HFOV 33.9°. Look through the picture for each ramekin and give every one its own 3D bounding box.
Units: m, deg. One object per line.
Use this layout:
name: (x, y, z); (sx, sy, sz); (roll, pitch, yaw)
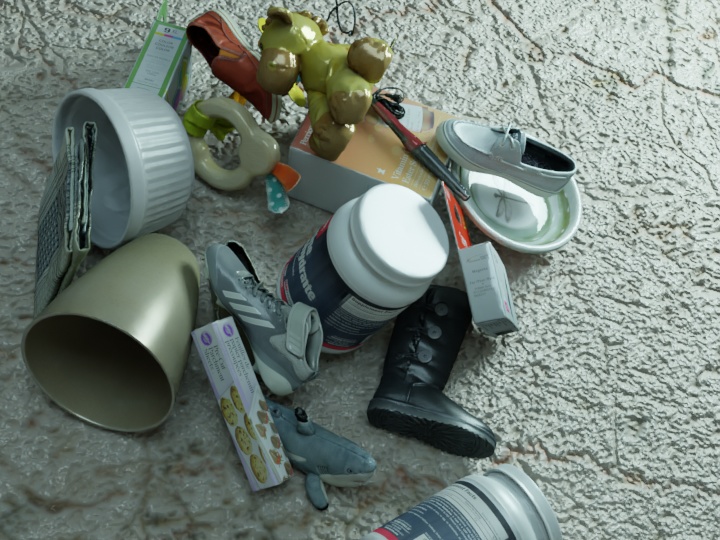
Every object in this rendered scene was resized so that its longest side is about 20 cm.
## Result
ramekin: (-0.296, -0.135, 1.490); (0.105, 0.201, 0.201); (-17, 60, -38)

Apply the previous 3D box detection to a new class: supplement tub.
supplement tub: (0.000, 0.000, 1.416); (0.140, 0.200, 0.141); (18, 53, -26)
supplement tub: (0.107, 0.313, 1.294); (0.199, 0.141, 0.141); (-25, 65, -22)

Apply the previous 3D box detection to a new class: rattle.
rattle: (-0.133, -0.163, 1.590); (0.199, 0.131, 0.143); (21, 13, 22)

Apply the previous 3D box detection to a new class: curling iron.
curling iron: (0.079, -0.167, 1.535); (0.049, 0.026, 0.200); (-29, 67, -21)

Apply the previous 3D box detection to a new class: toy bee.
toy bee: (-0.104, -0.300, 1.606); (0.108, 0.201, 0.131); (-16, 56, -35)

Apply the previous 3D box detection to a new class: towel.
towel: (-0.364, -0.058, 1.429); (0.034, 0.200, 0.194); (12, 54, -25)

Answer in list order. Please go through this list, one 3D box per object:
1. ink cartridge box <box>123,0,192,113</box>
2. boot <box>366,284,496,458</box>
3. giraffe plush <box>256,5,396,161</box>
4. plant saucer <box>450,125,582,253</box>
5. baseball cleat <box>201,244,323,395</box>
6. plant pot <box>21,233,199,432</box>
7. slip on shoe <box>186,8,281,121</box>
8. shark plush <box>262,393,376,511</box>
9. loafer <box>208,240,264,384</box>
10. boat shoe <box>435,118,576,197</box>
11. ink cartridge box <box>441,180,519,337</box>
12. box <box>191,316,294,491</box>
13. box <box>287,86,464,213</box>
ink cartridge box: (-0.272, -0.271, 1.630); (0.059, 0.104, 0.201); (14, 57, 0)
boot: (0.110, 0.118, 1.469); (0.164, 0.066, 0.201); (19, 53, 2)
giraffe plush: (-0.058, -0.258, 1.474); (0.161, 0.173, 0.201); (27, 50, -7)
plant saucer: (0.206, -0.102, 1.611); (0.199, 0.050, 0.201); (11, 57, -18)
baseball cleat: (-0.107, 0.043, 1.390); (0.201, 0.106, 0.070); (61, 26, 5)
plant pot: (-0.269, 0.054, 1.398); (0.186, 0.188, 0.200); (19, 43, 4)
slip on shoe: (-0.167, -0.268, 1.568); (0.061, 0.074, 0.200); (-24, 63, -28)
shark plush: (-0.062, 0.183, 1.386); (0.091, 0.083, 0.200); (-34, 68, -25)
loafer: (-0.151, 0.048, 1.466); (0.075, 0.070, 0.201); (-12, 60, -15)
boat shoe: (0.196, -0.161, 1.557); (0.200, 0.072, 0.070); (21, 53, -21)
ink cartridge box: (0.150, -0.013, 1.447); (0.043, 0.200, 0.175); (-13, 81, 10)
box: (-0.136, 0.155, 1.365); (0.039, 0.041, 0.201); (-20, 88, -55)
box: (0.017, -0.154, 1.597); (0.199, 0.107, 0.153); (20, 57, 4)
